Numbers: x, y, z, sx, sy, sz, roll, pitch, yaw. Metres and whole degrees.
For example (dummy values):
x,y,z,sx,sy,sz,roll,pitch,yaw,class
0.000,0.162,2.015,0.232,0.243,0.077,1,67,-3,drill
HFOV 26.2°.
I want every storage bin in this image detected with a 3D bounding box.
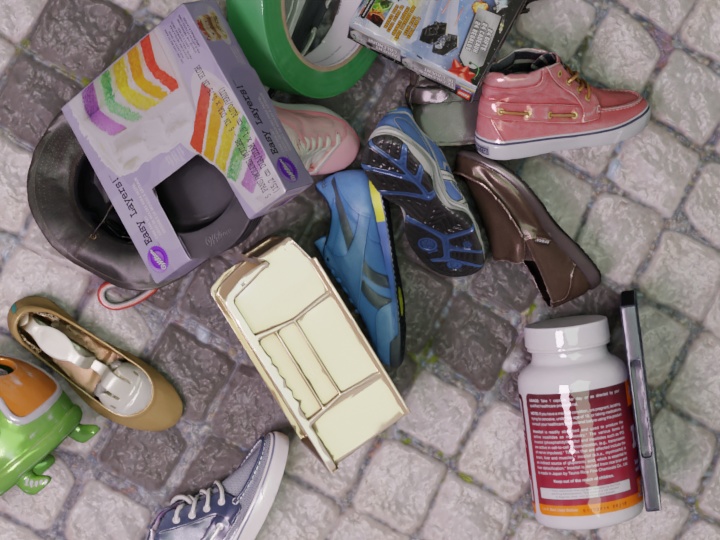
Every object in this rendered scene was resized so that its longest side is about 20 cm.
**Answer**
x,y,z,sx,sy,sz,roll,pitch,yaw,class
-0.056,0.071,1.473,0.093,0.200,0.199,-33,96,-7,storage bin

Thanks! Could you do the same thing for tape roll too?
x,y,z,sx,sy,sz,roll,pitch,yaw,class
-0.043,-0.266,1.460,0.200,0.048,0.202,-23,120,-47,tape roll

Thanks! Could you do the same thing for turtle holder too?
x,y,z,sx,sy,sz,roll,pitch,yaw,class
-0.354,0.157,1.479,0.132,0.185,0.141,50,54,-8,turtle holder

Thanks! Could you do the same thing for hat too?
x,y,z,sx,sy,sz,roll,pitch,yaw,class
-0.216,-0.078,1.501,0.199,0.081,0.202,0,88,2,hat

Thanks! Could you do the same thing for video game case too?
x,y,z,sx,sy,sz,roll,pitch,yaw,class
0.281,0.126,1.553,0.019,0.143,0.201,-8,94,11,video game case

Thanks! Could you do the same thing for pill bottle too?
x,y,z,sx,sy,sz,roll,pitch,yaw,class
0.219,0.151,1.559,0.112,0.113,0.201,-8,94,-8,pill bottle

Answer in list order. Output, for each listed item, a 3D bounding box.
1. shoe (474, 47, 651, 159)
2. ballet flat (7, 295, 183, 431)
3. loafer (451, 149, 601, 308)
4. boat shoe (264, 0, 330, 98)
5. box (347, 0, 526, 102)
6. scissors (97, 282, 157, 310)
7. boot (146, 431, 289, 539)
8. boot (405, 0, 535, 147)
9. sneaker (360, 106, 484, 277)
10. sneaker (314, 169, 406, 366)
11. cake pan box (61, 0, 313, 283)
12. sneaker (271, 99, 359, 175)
x,y,z,sx,sy,sz,roll,pitch,yaw,class
0.205,-0.174,1.535,0.199,0.071,0.092,-13,121,-22,shoe
-0.262,0.098,1.514,0.199,0.063,0.069,34,88,-8,ballet flat
0.158,-0.038,1.560,0.071,0.073,0.200,-45,99,-3,loafer
-0.079,-0.225,1.524,0.060,0.075,0.201,22,97,-53,boat shoe
0.093,-0.278,1.484,0.136,0.040,0.201,28,72,4,box
-0.178,-0.029,1.547,0.199,0.014,0.073,-26,93,-7,scissors
-0.148,0.240,1.530,0.090,0.073,0.201,25,90,-14,boot
0.124,-0.211,1.562,0.199,0.069,0.175,-10,99,-3,boot
0.073,-0.076,1.533,0.075,0.077,0.200,-12,129,25,sneaker
0.000,0.000,1.551,0.078,0.066,0.201,-10,94,5,sneaker
-0.156,-0.110,1.391,0.184,0.052,0.201,-31,85,36,cake pan box
-0.068,-0.112,1.475,0.200,0.105,0.075,17,122,-43,sneaker
